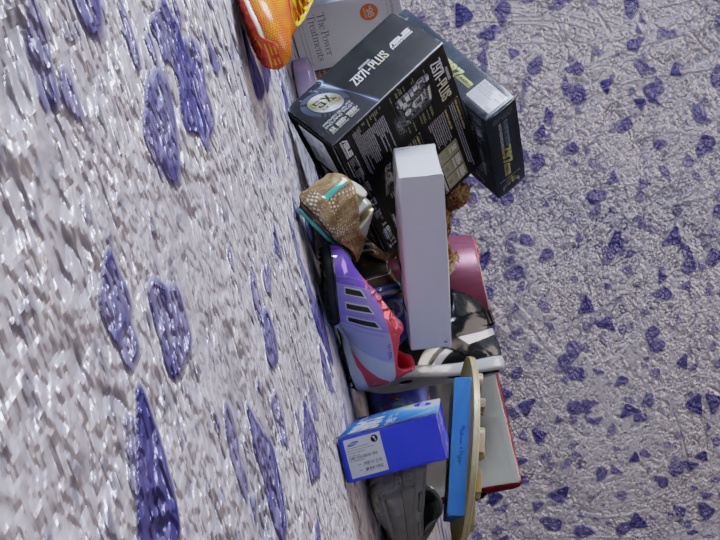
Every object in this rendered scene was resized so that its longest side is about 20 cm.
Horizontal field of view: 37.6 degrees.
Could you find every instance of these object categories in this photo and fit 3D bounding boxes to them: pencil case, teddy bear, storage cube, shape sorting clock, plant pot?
[{"bbox_3d":[0.047,0.129,1.311,0.078,0.085,0.203,76,4,-73],"label":"pencil case"},{"bbox_3d":[0.076,-0.060,1.303,0.144,0.066,0.203,-21,-127,58],"label":"teddy bear"},{"bbox_3d":[0.116,0.216,1.415,0.180,0.168,0.203,53,25,-76],"label":"storage cube"},{"bbox_3d":[0.112,0.193,1.117,0.200,0.039,0.204,4,90,-86],"label":"shape sorting clock"},{"bbox_3d":[0.085,0.033,1.488,0.200,0.176,0.203,-13,90,-87],"label":"plant pot"}]

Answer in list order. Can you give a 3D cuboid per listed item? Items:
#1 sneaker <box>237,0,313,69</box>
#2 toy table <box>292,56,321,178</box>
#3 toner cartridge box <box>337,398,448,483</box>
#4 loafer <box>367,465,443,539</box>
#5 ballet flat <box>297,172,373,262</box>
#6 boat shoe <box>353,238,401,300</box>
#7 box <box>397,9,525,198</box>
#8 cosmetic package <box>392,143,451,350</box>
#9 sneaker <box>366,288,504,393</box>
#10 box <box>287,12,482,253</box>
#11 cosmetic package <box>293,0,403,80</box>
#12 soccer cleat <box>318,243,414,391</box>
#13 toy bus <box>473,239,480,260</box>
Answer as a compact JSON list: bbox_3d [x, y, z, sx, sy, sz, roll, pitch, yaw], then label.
[{"bbox_3d":[-0.071,-0.249,0.930,0.202,0.076,0.074,-96,174,-45],"label":"sneaker"},{"bbox_3d":[-0.007,-0.190,1.339,0.201,0.115,0.186,70,8,-54],"label":"toy table"},{"bbox_3d":[0.036,0.160,1.019,0.200,0.093,0.044,37,40,-84],"label":"toner cartridge box"},{"bbox_3d":[0.058,0.267,1.146,0.201,0.069,0.071,72,7,-52],"label":"loafer"},{"bbox_3d":[-0.015,-0.054,1.081,0.071,0.065,0.200,46,-1,7],"label":"ballet flat"},{"bbox_3d":[0.000,0.000,1.248,0.200,0.071,0.073,-149,-139,-82],"label":"boat shoe"},{"bbox_3d":[0.111,-0.200,1.269,0.200,0.051,0.158,47,-12,31],"label":"box"},{"bbox_3d":[0.065,-0.024,1.123,0.083,0.050,0.203,-99,-176,-62],"label":"cosmetic package"},{"bbox_3d":[0.073,0.079,1.259,0.073,0.197,0.114,-40,-122,54],"label":"sneaker"},{"bbox_3d":[0.032,-0.147,1.166,0.086,0.164,0.201,39,-12,36],"label":"box"},{"bbox_3d":[-0.006,-0.293,1.425,0.201,0.148,0.052,72,6,-46],"label":"cosmetic package"},{"bbox_3d":[0.005,0.045,1.082,0.069,0.072,0.202,-98,174,-47],"label":"soccer cleat"},{"bbox_3d":[0.102,0.015,1.696,0.201,0.189,0.137,73,4,-58],"label":"toy bus"}]
